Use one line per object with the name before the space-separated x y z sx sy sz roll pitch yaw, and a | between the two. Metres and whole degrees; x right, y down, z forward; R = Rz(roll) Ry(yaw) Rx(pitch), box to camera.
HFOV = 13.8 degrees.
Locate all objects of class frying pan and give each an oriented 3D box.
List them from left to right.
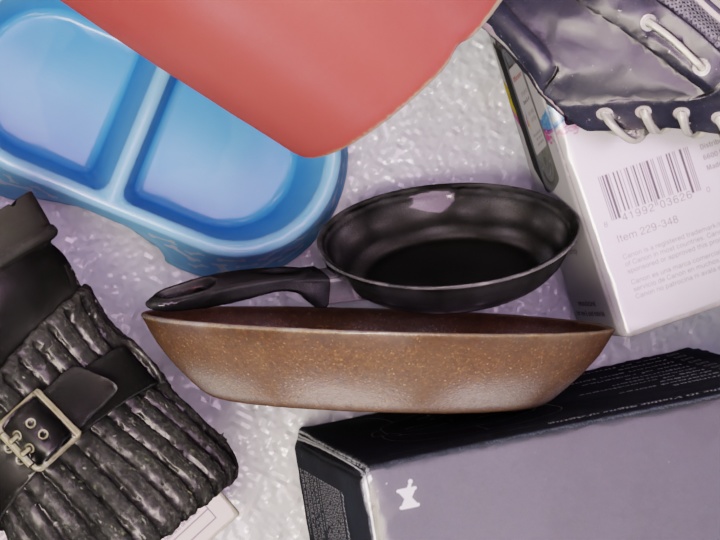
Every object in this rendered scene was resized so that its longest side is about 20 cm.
frying pan | 0.014 0.003 1.272 0.190 0.115 0.031 -29 123 -42

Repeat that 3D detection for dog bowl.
dog bowl | -0.098 -0.069 1.325 0.200 0.050 0.112 23 87 -8

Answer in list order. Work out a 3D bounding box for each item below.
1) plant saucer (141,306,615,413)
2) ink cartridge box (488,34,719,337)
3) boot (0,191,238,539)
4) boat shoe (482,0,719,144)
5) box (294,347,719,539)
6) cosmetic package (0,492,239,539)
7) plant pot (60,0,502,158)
plant saucer | 0.007 0.037 1.256 0.200 0.200 0.037 1 91 -9
ink cartridge box | 0.145 -0.085 1.347 0.147 0.086 0.200 -18 92 -9
boot | -0.170 0.084 1.220 0.211 0.079 0.158 -34 94 -11
boat shoe | 0.138 -0.078 1.274 0.200 0.075 0.093 44 90 1
box | 0.089 0.114 1.282 0.200 0.197 0.124 -11 91 -9
cosmetic package | -0.158 0.064 1.303 0.104 0.073 0.200 -41 96 -7
plant pot | -0.038 -0.156 1.234 0.177 0.200 0.200 44 83 -18
